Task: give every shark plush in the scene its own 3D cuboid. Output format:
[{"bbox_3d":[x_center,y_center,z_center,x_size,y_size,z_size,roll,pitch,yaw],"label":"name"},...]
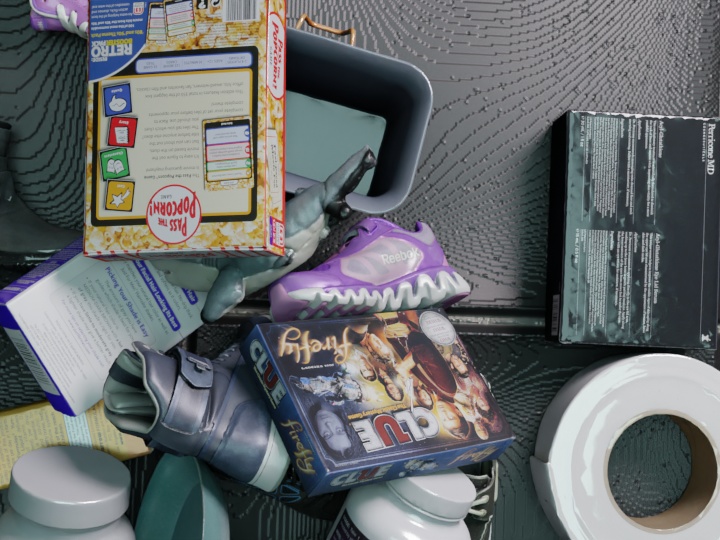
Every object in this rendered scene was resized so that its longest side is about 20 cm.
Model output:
[{"bbox_3d":[-0.077,-0.035,1.005,0.199,0.091,0.084,-29,97,31],"label":"shark plush"}]

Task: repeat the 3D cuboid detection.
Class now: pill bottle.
[{"bbox_3d":[-0.242,0.251,1.044,0.114,0.116,0.202,8,109,-4],"label":"pill bottle"},{"bbox_3d":[0.019,0.251,1.069,0.112,0.113,0.201,25,106,-3],"label":"pill bottle"}]

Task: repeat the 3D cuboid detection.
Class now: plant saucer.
[{"bbox_3d":[-0.147,0.243,1.049,0.036,0.200,0.202,14,87,-23],"label":"plant saucer"}]

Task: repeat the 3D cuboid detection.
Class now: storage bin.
[{"bbox_3d":[-0.049,-0.132,1.094,0.198,0.134,0.147,15,87,-5],"label":"storage bin"}]

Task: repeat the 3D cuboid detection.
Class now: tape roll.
[{"bbox_3d":[0.254,0.173,1.138,0.200,0.071,0.205,0,89,-5],"label":"tape roll"}]

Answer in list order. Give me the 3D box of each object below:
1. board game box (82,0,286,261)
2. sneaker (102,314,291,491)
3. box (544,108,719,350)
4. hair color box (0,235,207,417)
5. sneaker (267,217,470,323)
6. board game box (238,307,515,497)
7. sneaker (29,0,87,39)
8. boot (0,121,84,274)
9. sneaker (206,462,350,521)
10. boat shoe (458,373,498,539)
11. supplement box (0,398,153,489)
[{"bbox_3d":[-0.134,-0.110,0.990,0.150,0.046,0.203,-1,84,14],"label":"board game box"},{"bbox_3d":[-0.129,0.081,1.042,0.145,0.203,0.077,20,115,-15],"label":"sneaker"},{"bbox_3d":[0.239,-0.033,1.141,0.139,0.079,0.203,3,87,-1],"label":"box"},{"bbox_3d":[-0.191,0.016,1.069,0.199,0.065,0.110,-36,109,-24],"label":"hair color box"},{"bbox_3d":[0.000,0.000,1.098,0.199,0.080,0.089,-7,74,-40],"label":"sneaker"},{"bbox_3d":[0.016,0.099,1.031,0.199,0.035,0.136,-4,54,-40],"label":"board game box"},{"bbox_3d":[-0.219,-0.205,1.120,0.113,0.073,0.202,-24,80,-1],"label":"sneaker"},{"bbox_3d":[-0.304,-0.065,1.107,0.198,0.070,0.133,2,83,-9],"label":"boot"},{"bbox_3d":[-0.059,0.171,1.107,0.198,0.082,0.074,16,86,-4],"label":"sneaker"},{"bbox_3d":[0.084,0.186,1.127,0.070,0.064,0.203,2,88,-5],"label":"boat shoe"},{"bbox_3d":[-0.276,0.144,1.100,0.198,0.067,0.070,-15,89,-6],"label":"supplement box"}]
